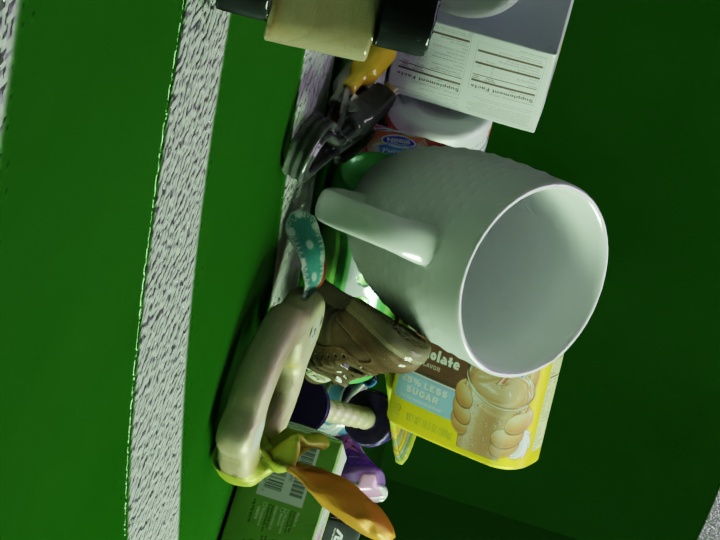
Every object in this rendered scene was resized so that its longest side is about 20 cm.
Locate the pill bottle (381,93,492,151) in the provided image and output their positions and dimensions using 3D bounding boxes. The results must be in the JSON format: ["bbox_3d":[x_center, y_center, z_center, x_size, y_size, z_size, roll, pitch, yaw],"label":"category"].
[{"bbox_3d":[0.069,-0.107,1.493,0.201,0.110,0.112,100,8,-49],"label":"pill bottle"}]

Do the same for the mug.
[{"bbox_3d":[0.056,-0.024,1.065,0.199,0.175,0.149,12,101,-41],"label":"mug"}]

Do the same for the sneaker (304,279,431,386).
[{"bbox_3d":[-0.007,0.062,1.105,0.076,0.070,0.200,-59,-160,-1],"label":"sneaker"}]

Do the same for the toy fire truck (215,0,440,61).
[{"bbox_3d":[0.016,-0.207,0.658,0.201,0.127,0.178,-89,-169,-62],"label":"toy fire truck"}]

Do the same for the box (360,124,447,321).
[{"bbox_3d":[0.023,-0.022,1.351,0.100,0.094,0.202,-68,172,-53],"label":"box"}]

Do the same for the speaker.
[{"bbox_3d":[0.000,0.000,1.237,0.089,0.087,0.202,-67,171,-52],"label":"speaker"}]

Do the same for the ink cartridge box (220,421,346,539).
[{"bbox_3d":[-0.066,0.220,1.248,0.200,0.075,0.149,82,25,-75],"label":"ink cartridge box"}]

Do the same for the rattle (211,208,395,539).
[{"bbox_3d":[-0.016,0.066,1.011,0.201,0.141,0.131,-64,152,-30],"label":"rattle"}]

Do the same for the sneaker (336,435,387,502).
[{"bbox_3d":[-0.025,0.194,1.500,0.200,0.080,0.090,176,-78,-73],"label":"sneaker"}]

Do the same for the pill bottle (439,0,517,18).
[{"bbox_3d":[0.115,-0.326,1.286,0.116,0.114,0.201,101,6,-45],"label":"pill bottle"}]

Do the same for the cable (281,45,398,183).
[{"bbox_3d":[-0.025,-0.103,1.017,0.098,0.050,0.200,-57,173,34],"label":"cable"}]

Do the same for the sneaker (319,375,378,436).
[{"bbox_3d":[-0.007,0.076,1.472,0.072,0.072,0.202,89,16,-68],"label":"sneaker"}]

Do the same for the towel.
[{"bbox_3d":[0.046,0.104,1.342,0.201,0.018,0.087,82,25,-58],"label":"towel"}]

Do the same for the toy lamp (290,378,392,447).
[{"bbox_3d":[-0.012,0.133,1.341,0.200,0.058,0.059,28,78,-66],"label":"toy lamp"}]

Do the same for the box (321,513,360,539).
[{"bbox_3d":[-0.068,0.304,1.349,0.161,0.049,0.202,-154,-99,-71],"label":"box"}]

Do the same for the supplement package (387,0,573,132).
[{"bbox_3d":[0.129,-0.261,1.413,0.111,0.154,0.201,100,8,-55],"label":"supplement package"}]

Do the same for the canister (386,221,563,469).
[{"bbox_3d":[0.107,0.050,1.213,0.086,0.147,0.202,-12,117,-57],"label":"canister"}]
